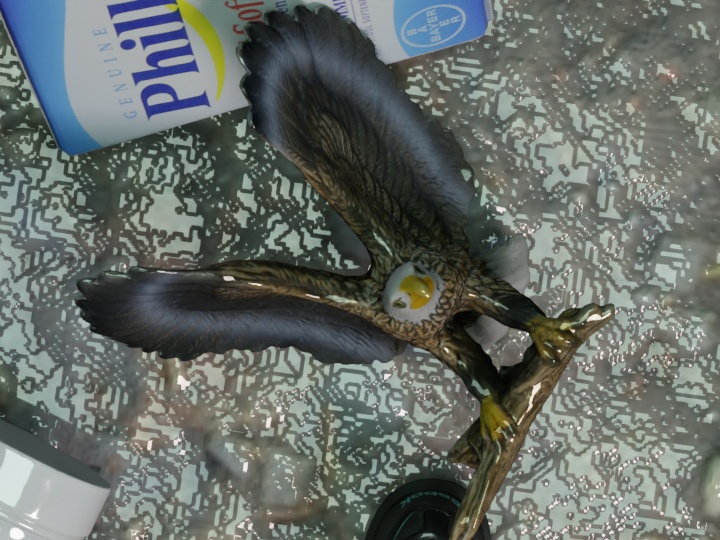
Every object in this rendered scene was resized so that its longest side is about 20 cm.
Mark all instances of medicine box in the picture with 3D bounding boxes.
[{"bbox_3d":[-0.060,-0.159,1.170,0.199,0.182,0.103,-17,60,-1],"label":"medicine box"}]

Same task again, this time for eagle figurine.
[{"bbox_3d":[0.002,-0.002,1.182,0.199,0.151,0.152,31,56,-3],"label":"eagle figurine"}]

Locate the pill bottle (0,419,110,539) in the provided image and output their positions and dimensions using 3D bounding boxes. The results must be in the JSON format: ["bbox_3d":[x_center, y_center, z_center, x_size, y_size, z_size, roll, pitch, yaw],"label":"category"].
[{"bbox_3d":[-0.190,0.164,1.220,0.111,0.111,0.201,27,91,-1],"label":"pill bottle"}]

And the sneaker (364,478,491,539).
[{"bbox_3d":[0.017,0.194,1.241,0.075,0.079,0.201,5,92,-1],"label":"sneaker"}]
